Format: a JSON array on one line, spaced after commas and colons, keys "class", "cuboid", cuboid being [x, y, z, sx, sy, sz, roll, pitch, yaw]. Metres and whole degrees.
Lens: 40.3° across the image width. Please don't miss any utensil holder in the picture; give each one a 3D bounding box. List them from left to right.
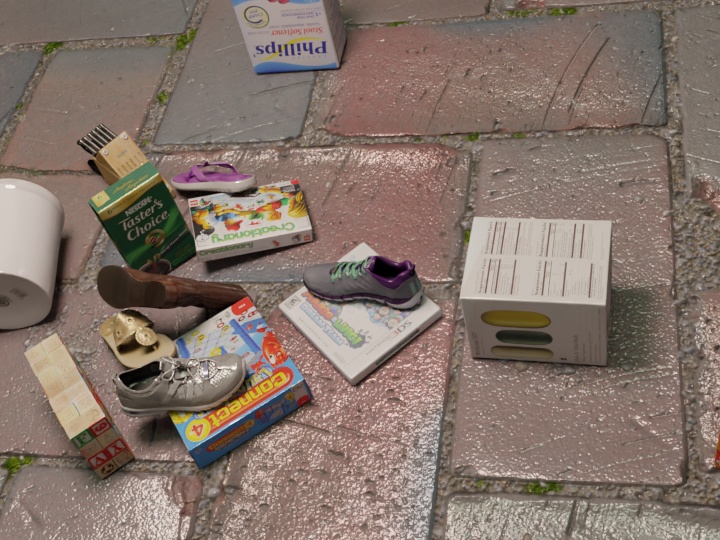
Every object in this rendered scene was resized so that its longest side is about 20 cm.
[{"class": "utensil holder", "cuboid": [-0.600, -0.025, 1.676, 0.168, 0.171, 0.202, -11, 52, 5]}]

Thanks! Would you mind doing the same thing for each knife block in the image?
[{"class": "knife block", "cuboid": [-0.447, -0.187, 1.847, 0.064, 0.175, 0.201, -42, 98, -19]}]

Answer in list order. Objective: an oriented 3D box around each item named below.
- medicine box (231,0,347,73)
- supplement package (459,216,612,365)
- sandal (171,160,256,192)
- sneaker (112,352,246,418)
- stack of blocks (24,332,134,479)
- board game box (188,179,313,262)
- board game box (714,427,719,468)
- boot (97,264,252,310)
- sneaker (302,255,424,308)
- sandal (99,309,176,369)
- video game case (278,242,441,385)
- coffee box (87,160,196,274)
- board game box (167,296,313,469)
[{"class": "medicine box", "cuboid": [-0.138, -0.499, 1.917, 0.180, 0.201, 0.104, -1, 49, 14]}, {"class": "supplement package", "cuboid": [0.258, 0.030, 1.415, 0.198, 0.152, 0.152, 2, 53, 16]}, {"class": "sandal", "cuboid": [-0.260, -0.173, 1.752, 0.201, 0.050, 0.082, 7, 22, 38]}, {"class": "sneaker", "cuboid": [-0.262, 0.159, 1.416, 0.198, 0.082, 0.075, -17, 49, 1]}, {"class": "stack of blocks", "cuboid": [-0.424, 0.202, 1.477, 0.058, 0.116, 0.200, -33, 50, -13]}, {"class": "board game box", "cuboid": [-0.190, -0.086, 1.683, 0.198, 0.035, 0.127, -11, 49, -8]}, {"class": "board game box", "cuboid": [0.575, 0.165, 1.189, 0.199, 0.201, 0.200, 29, 62, 32]}, {"class": "boot", "cuboid": [-0.293, 0.033, 1.566, 0.185, 0.199, 0.065, 14, 97, 36]}, {"class": "sneaker", "cuboid": [0.000, 0.000, 1.518, 0.198, 0.088, 0.075, 6, 52, 17]}, {"class": "sandal", "cuboid": [-0.366, 0.092, 1.534, 0.077, 0.070, 0.211, -38, 31, -24]}, {"class": "video game case", "cuboid": [-0.003, 0.062, 1.541, 0.181, 0.024, 0.200, -37, 52, -16]}, {"class": "coffee box", "cuboid": [-0.355, -0.072, 1.626, 0.122, 0.201, 0.044, -34, 51, -15]}, {"class": "board game box", "cuboid": [-0.205, 0.165, 1.489, 0.199, 0.056, 0.196, -31, 50, -12]}]
